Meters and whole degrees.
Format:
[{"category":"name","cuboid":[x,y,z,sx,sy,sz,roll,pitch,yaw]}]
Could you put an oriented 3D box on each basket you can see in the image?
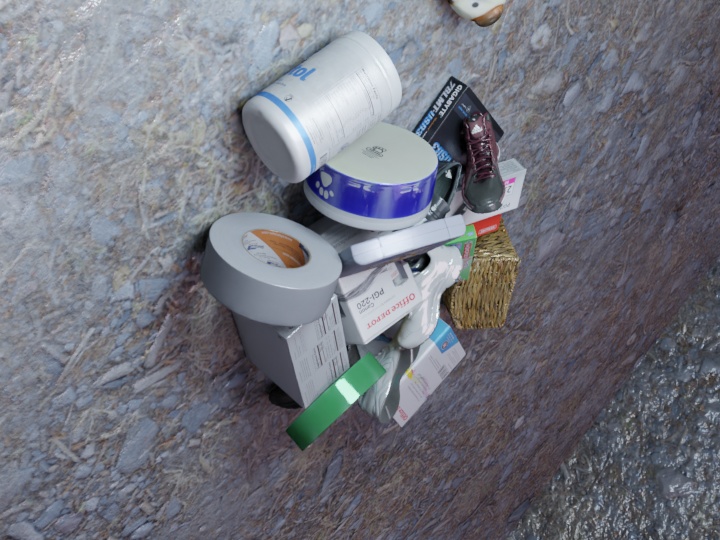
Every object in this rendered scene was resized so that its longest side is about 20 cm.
[{"category":"basket","cuboid":[0.239,0.006,2.027,0.140,0.150,0.202,-2,131,-11]}]

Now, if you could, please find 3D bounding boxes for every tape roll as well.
[{"category":"tape roll","cuboid":[-0.129,-0.005,1.386,0.199,0.200,0.067,-13,133,-47]},{"category":"tape roll","cuboid":[-0.042,0.226,1.652,0.200,0.048,0.200,-43,175,-5]}]

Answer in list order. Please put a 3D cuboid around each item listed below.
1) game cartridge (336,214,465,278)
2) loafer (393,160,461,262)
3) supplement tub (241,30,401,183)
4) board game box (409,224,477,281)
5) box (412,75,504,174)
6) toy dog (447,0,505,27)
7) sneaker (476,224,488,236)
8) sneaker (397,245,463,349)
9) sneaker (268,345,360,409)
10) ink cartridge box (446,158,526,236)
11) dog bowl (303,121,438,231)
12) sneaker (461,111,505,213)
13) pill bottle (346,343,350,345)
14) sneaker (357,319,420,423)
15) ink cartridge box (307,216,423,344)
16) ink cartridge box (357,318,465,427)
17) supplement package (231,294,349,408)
[{"category":"game cartridge","cuboid":[0.057,-0.036,1.455,0.197,0.042,0.133,-17,180,-24]},{"category":"loafer","cuboid":[0.112,-0.104,1.588,0.068,0.070,0.202,41,58,-25]},{"category":"supplement tub","cuboid":[-0.054,-0.227,1.332,0.199,0.131,0.133,-40,147,-22]},{"category":"board game box","cuboid":[0.142,-0.018,1.784,0.132,0.030,0.201,-13,158,-4]},{"category":"box","cuboid":[0.154,-0.213,1.708,0.200,0.049,0.200,-55,148,1]},{"category":"toy dog","cuboid":[0.205,-0.476,1.456,0.201,0.139,0.194,-50,-174,-7]},{"category":"sneaker","cuboid":[0.183,-0.080,1.852,0.104,0.075,0.202,6,117,-54]},{"category":"sneaker","cuboid":[0.104,0.040,1.686,0.086,0.074,0.203,18,97,-31]},{"category":"sneaker","cuboid":[-0.086,0.187,1.773,0.198,0.076,0.092,-24,113,-26]},{"category":"ink cartridge box","cuboid":[0.201,-0.103,1.761,0.197,0.044,0.175,-19,137,-24]},{"category":"dog bowl","cuboid":[0.016,-0.147,1.440,0.198,0.199,0.080,-23,137,-39]},{"category":"sneaker","cuboid":[0.196,-0.194,1.611,0.074,0.202,0.117,-10,131,11]},{"category":"pill bottle","cuboid":[-0.007,0.065,1.705,0.198,0.114,0.116,-23,138,-39]},{"category":"sneaker","cuboid":[0.049,0.174,1.768,0.070,0.079,0.203,29,83,-53]},{"category":"ink cartridge box","cuboid":[0.000,0.000,1.585,0.145,0.084,0.203,-33,110,-29]},{"category":"ink cartridge box","cuboid":[0.080,0.172,1.895,0.200,0.146,0.147,-47,149,-8]},{"category":"supplement package","cuboid":[-0.116,0.093,1.544,0.111,0.155,0.202,-39,147,-24]}]
